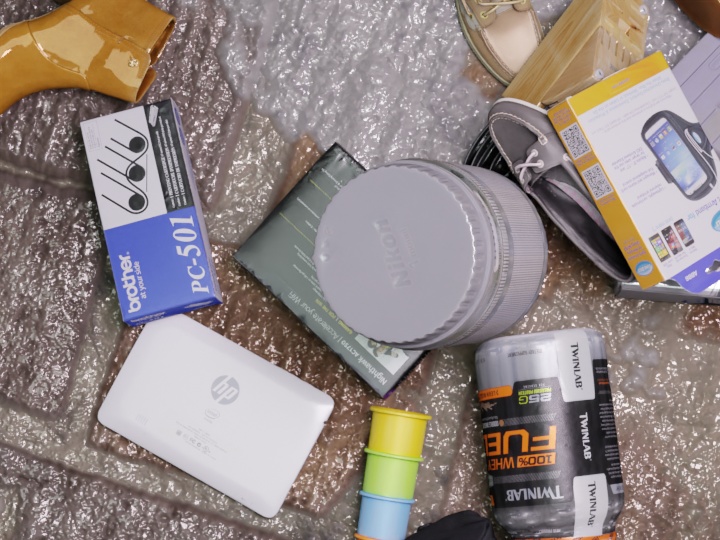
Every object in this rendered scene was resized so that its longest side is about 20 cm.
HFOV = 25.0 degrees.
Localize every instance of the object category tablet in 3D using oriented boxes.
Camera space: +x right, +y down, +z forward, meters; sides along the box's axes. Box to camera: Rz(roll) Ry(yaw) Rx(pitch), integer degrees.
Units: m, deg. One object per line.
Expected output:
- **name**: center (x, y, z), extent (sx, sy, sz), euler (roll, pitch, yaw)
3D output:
- **tablet**: center (-0.139, 0.133, 1.553), extent (0.199, 0.014, 0.131), euler (28, 86, 6)

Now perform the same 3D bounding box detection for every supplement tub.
- **supplement tub**: center (0.173, 0.158, 1.473), extent (0.122, 0.123, 0.202), euler (-7, 82, 3)

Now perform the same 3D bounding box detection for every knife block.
- **knife block**: center (0.180, -0.167, 1.532), extent (0.064, 0.175, 0.201), euler (35, 51, -29)

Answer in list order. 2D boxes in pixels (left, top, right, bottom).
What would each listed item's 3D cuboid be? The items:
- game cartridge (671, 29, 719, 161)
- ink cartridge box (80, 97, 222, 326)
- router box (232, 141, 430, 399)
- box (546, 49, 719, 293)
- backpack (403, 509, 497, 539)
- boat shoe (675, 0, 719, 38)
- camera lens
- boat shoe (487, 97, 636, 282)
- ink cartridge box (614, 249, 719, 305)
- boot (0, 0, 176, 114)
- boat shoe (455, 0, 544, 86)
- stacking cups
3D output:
- **game cartridge**: center (0.362, -0.173, 1.493), extent (0.129, 0.038, 0.200), euler (35, 64, 24)
- **ink cartridge box**: center (-0.200, -0.055, 1.558), extent (0.093, 0.044, 0.201), euler (-15, 80, 3)
- **router box**: center (0.000, 0.000, 1.538), extent (0.200, 0.051, 0.149), euler (43, 88, 6)
- **box**: center (0.258, -0.078, 1.409), extent (0.119, 0.041, 0.201), euler (-28, 91, -29)
- **backpack**: center (0.088, 0.344, 1.448), extent (0.162, 0.154, 0.201), euler (-22, 110, -23)
- **boat shoe**: center (0.307, -0.305, 1.527), extent (0.070, 0.071, 0.200), euler (-28, 66, -14)
- **camera lens**: center (0.065, -0.014, 1.397), extent (0.159, 0.200, 0.161), euler (0, 90, 23)
- **boat shoe**: center (0.184, -0.071, 1.427), extent (0.200, 0.067, 0.057), euler (42, 51, -2)
- **ink cartridge box**: center (0.340, -0.042, 1.503), extent (0.198, 0.086, 0.148), euler (4, 84, 6)
- **boot**: center (-0.280, -0.194, 1.571), extent (0.143, 0.071, 0.202), euler (31, 81, 10)
- **boat shoe**: center (0.123, -0.269, 1.552), extent (0.074, 0.066, 0.201), euler (-26, 87, -1)
- **stacking cups**: center (0.025, 0.230, 1.513), extent (0.060, 0.061, 0.202), euler (7, 89, 5)
